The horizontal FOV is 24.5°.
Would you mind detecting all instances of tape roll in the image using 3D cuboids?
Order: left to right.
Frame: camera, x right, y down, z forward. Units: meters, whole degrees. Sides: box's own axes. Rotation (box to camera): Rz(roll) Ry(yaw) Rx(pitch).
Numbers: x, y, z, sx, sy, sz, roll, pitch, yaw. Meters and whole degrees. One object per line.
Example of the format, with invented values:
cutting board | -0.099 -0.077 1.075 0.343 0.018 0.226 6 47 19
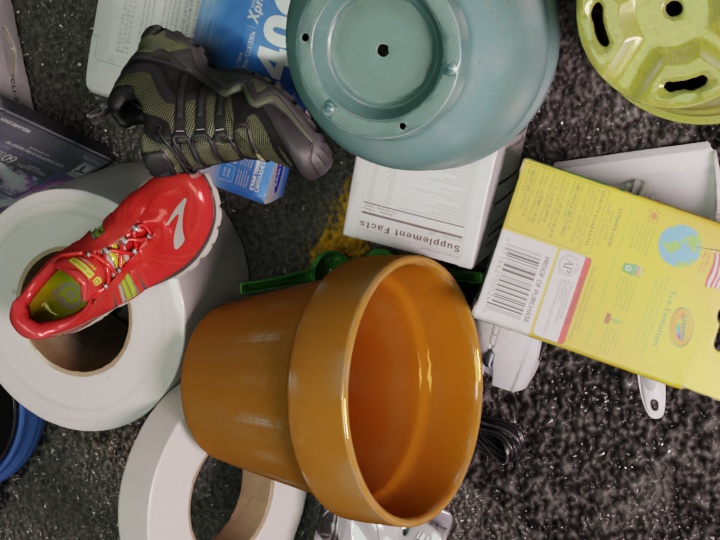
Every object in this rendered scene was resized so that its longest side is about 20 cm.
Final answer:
tape roll | -0.210 0.019 1.397 0.200 0.139 0.205 4 104 17
tape roll | -0.118 0.184 1.370 0.037 0.202 0.205 10 107 37

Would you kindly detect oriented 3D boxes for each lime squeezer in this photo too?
lime squeezer | 0.000 0.000 1.361 0.197 0.071 0.038 -2 85 -3

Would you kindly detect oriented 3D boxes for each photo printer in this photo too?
photo printer | -0.116 -0.200 1.351 0.198 0.069 0.168 17 107 14

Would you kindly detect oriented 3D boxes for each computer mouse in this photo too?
computer mouse | 0.110 0.056 1.322 0.109 0.044 0.202 34 119 28

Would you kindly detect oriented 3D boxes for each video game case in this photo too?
video game case | -0.334 -0.076 1.423 0.199 0.143 0.019 -29 63 22

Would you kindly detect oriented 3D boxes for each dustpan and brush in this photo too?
dustpan and brush | 0.220 0.011 1.286 0.138 0.057 0.202 -7 100 20

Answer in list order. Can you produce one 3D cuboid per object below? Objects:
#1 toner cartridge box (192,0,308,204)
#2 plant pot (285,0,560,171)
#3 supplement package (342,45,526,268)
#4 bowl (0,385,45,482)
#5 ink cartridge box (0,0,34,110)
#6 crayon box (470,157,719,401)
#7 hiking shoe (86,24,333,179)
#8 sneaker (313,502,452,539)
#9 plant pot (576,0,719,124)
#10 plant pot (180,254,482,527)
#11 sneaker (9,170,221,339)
toner cartridge box | -0.083 -0.163 1.286 0.094 0.043 0.202 20 108 15
plant pot | 0.030 -0.159 1.155 0.198 0.134 0.203 4 104 17
supplement package | 0.067 -0.119 1.283 0.113 0.109 0.202 15 107 15
bowl | -0.386 0.111 1.534 0.198 0.039 0.203 5 104 19
ink cartridge box | -0.400 -0.174 1.448 0.198 0.084 0.146 -7 99 20
crayon box | 0.196 0.007 1.241 0.198 0.051 0.128 20 94 6
hiking shoe | -0.108 -0.099 1.217 0.199 0.076 0.101 30 79 32
sneaker | 0.018 0.187 1.395 0.114 0.075 0.202 1 98 11
plant pot | 0.231 -0.191 1.169 0.198 0.184 0.203 5 104 19
plant pot | -0.031 0.090 1.279 0.182 0.200 0.203 -1 103 34
sneaker | -0.187 -0.005 1.263 0.199 0.085 0.077 -39 89 20
